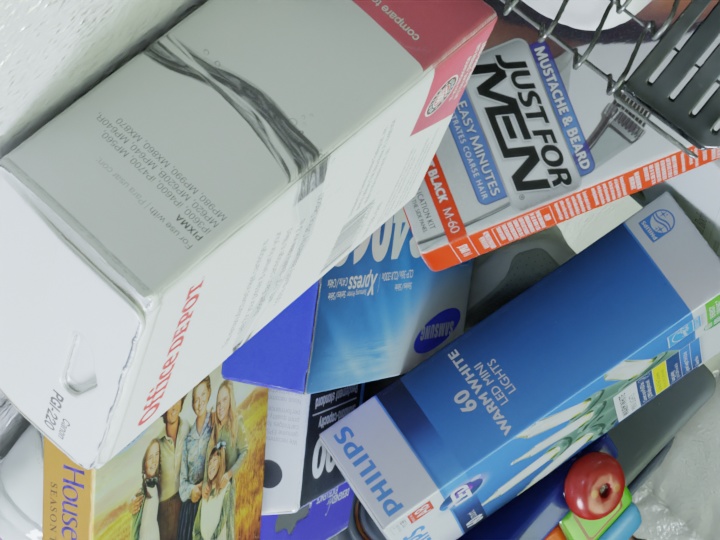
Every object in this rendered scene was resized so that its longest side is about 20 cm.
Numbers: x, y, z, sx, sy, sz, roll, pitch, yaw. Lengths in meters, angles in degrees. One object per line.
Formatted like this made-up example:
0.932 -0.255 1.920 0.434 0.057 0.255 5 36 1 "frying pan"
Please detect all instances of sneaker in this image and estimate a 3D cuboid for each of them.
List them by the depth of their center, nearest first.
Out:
-0.091 0.071 1.391 0.100 0.075 0.200 -54 167 32 "sneaker"
0.072 -0.009 1.518 0.070 0.081 0.200 -7 178 -4 "sneaker"

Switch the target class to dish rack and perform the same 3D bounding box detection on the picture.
0.099 -0.138 1.096 0.154 0.200 0.055 -52 -176 23 "dish rack"

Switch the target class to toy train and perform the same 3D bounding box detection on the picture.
0.066 0.177 1.475 0.200 0.085 0.116 -46 124 -19 "toy train"

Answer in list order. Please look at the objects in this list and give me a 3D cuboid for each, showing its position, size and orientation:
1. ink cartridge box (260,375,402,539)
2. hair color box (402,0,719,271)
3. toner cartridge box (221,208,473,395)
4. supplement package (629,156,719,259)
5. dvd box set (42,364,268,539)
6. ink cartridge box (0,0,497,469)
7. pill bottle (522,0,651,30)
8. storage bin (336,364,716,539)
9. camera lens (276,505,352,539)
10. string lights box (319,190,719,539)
-0.011 0.055 1.480 0.198 0.043 0.201 -20 120 -69 "ink cartridge box"
0.101 -0.089 1.285 0.199 0.111 0.064 -22 171 3 "hair color box"
0.000 0.000 1.356 0.200 0.043 0.095 -8 108 -69 "toner cartridge box"
0.169 -0.116 1.400 0.151 0.200 0.152 -45 169 -9 "supplement package"
-0.088 0.075 1.302 0.146 0.029 0.201 -33 133 -54 "dvd box set"
-0.055 -0.033 1.153 0.200 0.085 0.146 -43 168 -30 "ink cartridge box"
0.133 -0.199 1.212 0.200 0.112 0.112 -43 168 -20 "pill bottle"
0.104 0.105 1.615 0.200 0.146 0.134 -44 180 -21 "storage bin"
-0.019 0.184 1.738 0.160 0.160 0.200 -42 -177 -23 "camera lens"
0.083 0.054 1.409 0.200 0.059 0.103 -35 162 -2 "string lights box"
